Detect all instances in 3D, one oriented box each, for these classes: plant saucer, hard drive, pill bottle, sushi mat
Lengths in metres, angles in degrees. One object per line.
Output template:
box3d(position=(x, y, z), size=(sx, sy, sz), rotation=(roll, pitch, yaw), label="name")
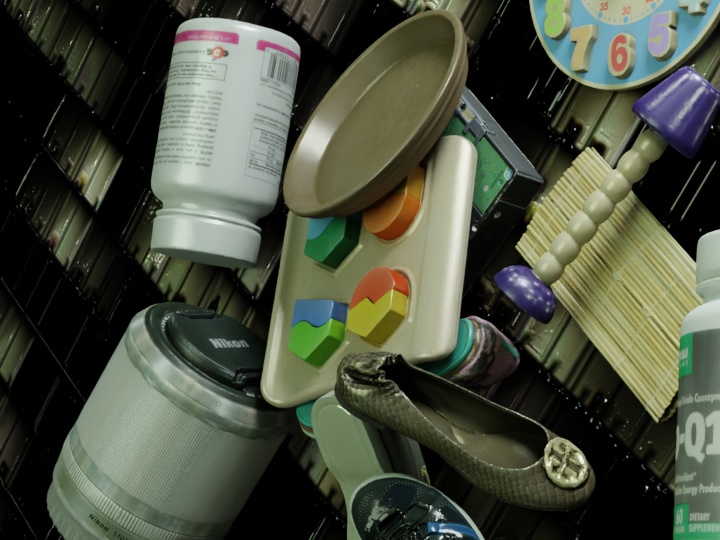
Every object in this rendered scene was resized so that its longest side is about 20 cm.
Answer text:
box3d(position=(0.015, -0.118, 1.399), size=(0.200, 0.029, 0.201), rotation=(-41, 26, 25), label="plant saucer")
box3d(position=(0.048, -0.036, 1.408), size=(0.201, 0.038, 0.140), rotation=(-57, 44, 22), label="hard drive")
box3d(position=(-0.122, -0.109, 1.563), size=(0.113, 0.113, 0.202), rotation=(2, 80, 48), label="pill bottle")
box3d(position=(0.250, 0.081, 1.091), size=(0.112, 0.112, 0.202), rotation=(-9, 72, 46), label="pill bottle")
box3d(position=(0.186, 0.006, 1.260), size=(0.096, 0.012, 0.201), rotation=(-55, 45, 21), label="sushi mat")

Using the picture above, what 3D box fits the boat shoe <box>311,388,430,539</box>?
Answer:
box3d(position=(0.023, 0.169, 1.314), size=(0.072, 0.060, 0.204), rotation=(1, 117, 40), label="boat shoe")

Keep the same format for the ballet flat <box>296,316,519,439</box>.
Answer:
box3d(position=(0.040, 0.095, 1.354), size=(0.199, 0.071, 0.070), rotation=(-28, 41, 37), label="ballet flat")

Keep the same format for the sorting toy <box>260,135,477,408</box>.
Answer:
box3d(position=(0.000, 0.000, 1.372), size=(0.199, 0.036, 0.187), rotation=(-18, 54, 44), label="sorting toy")

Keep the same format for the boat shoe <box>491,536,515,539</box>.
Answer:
box3d(position=(0.068, 0.277, 1.268), size=(0.060, 0.071, 0.203), rotation=(27, 102, 44), label="boat shoe")

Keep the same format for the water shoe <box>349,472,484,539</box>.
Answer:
box3d(position=(0.055, 0.205, 1.193), size=(0.072, 0.079, 0.200), rotation=(-46, 60, 4), label="water shoe")

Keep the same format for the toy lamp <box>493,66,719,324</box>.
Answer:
box3d(position=(0.175, -0.055, 1.242), size=(0.200, 0.058, 0.058), rotation=(-50, 46, 12), label="toy lamp")

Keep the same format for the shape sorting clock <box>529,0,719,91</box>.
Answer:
box3d(position=(0.196, -0.231, 1.298), size=(0.199, 0.039, 0.202), rotation=(-17, 66, 45), label="shape sorting clock")

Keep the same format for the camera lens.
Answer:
box3d(position=(-0.156, 0.141, 1.492), size=(0.201, 0.159, 0.160), rotation=(-58, 44, 18), label="camera lens")

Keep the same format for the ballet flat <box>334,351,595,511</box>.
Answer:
box3d(position=(0.075, 0.106, 1.241), size=(0.068, 0.198, 0.047), rotation=(-58, -7, -48), label="ballet flat")
